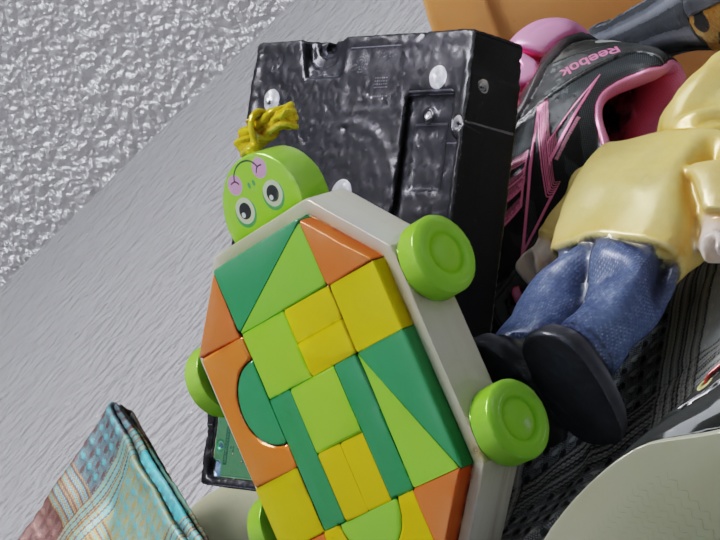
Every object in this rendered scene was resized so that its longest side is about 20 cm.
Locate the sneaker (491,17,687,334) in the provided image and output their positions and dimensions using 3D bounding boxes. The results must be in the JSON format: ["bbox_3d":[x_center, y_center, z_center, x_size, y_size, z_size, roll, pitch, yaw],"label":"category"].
[{"bbox_3d":[0.085,-0.021,1.158,0.095,0.079,0.201,10,70,39],"label":"sneaker"}]

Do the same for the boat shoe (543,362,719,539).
[{"bbox_3d":[0.142,0.062,0.886,0.201,0.074,0.063,-42,1,25],"label":"boat shoe"}]

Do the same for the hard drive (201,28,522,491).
[{"bbox_3d":[0.000,0.000,1.131,0.139,0.038,0.201,0,80,47],"label":"hard drive"}]

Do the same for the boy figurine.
[{"bbox_3d":[0.117,-0.016,1.078,0.124,0.065,0.200,-12,30,48],"label":"boy figurine"}]

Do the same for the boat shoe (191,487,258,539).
[{"bbox_3d":[-0.040,0.159,1.131,0.073,0.063,0.201,-19,21,2],"label":"boat shoe"}]

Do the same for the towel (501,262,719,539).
[{"bbox_3d":[0.092,0.072,1.073,0.192,0.035,0.200,-33,18,31],"label":"towel"}]

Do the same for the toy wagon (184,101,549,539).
[{"bbox_3d":[-0.013,0.031,1.048,0.039,0.201,0.155,-18,-8,-45],"label":"toy wagon"}]

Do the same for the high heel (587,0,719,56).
[{"bbox_3d":[0.215,-0.138,1.212,0.199,0.072,0.142,-22,0,-27],"label":"high heel"}]

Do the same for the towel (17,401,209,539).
[{"bbox_3d":[-0.114,0.156,1.109,0.147,0.022,0.200,-55,31,9],"label":"towel"}]

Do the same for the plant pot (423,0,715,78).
[{"bbox_3d":[0.147,-0.170,1.387,0.140,0.200,0.200,-11,35,44],"label":"plant pot"}]
